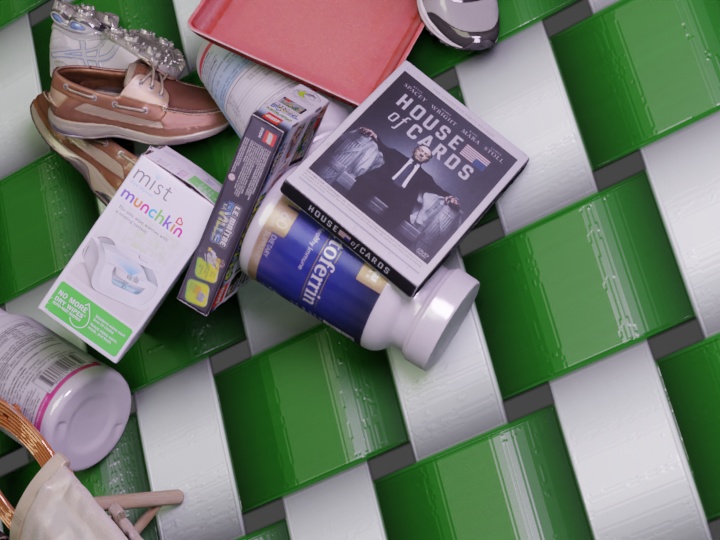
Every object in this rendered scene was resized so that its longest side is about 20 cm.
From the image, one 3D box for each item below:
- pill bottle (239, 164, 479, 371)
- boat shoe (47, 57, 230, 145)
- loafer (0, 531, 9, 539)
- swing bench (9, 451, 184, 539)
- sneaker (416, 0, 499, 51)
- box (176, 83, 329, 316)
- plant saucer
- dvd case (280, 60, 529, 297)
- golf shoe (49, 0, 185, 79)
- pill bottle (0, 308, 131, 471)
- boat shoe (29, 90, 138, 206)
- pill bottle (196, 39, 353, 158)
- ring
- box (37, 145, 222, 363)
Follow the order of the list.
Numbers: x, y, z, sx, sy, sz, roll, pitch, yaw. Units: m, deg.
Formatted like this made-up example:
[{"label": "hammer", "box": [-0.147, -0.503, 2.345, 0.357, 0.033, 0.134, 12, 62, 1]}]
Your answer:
[{"label": "pill bottle", "box": [0.000, 0.000, 1.521, 0.199, 0.116, 0.116, 31, 91, 10]}, {"label": "boat shoe", "box": [-0.223, -0.176, 1.725, 0.198, 0.072, 0.076, 0, 35, -2]}, {"label": "loafer", "box": [-0.406, 0.349, 1.711, 0.071, 0.073, 0.202, 3, 76, 34]}, {"label": "swing bench", "box": [-0.204, 0.290, 1.531, 0.130, 0.200, 0.199, -51, 56, 7]}, {"label": "sneaker", "box": [0.087, -0.298, 1.603, 0.073, 0.079, 0.202, -8, 67, -13]}, {"label": "box", "box": [-0.097, -0.064, 1.536, 0.035, 0.110, 0.201, 30, 117, 9]}, {"label": "plant saucer", "box": [-0.038, -0.252, 1.625, 0.199, 0.037, 0.200, 25, 58, 7]}, {"label": "dvd case", "box": [0.043, -0.086, 1.500, 0.150, 0.025, 0.200, 38, 54, 5]}, {"label": "golf shoe", "box": [-0.266, -0.221, 1.823, 0.199, 0.078, 0.098, 28, 107, 40]}, {"label": "pill bottle", "box": [-0.338, 0.114, 1.721, 0.199, 0.113, 0.114, 27, 90, 34]}, {"label": "boat shoe", "box": [-0.271, -0.129, 1.788, 0.074, 0.076, 0.200, -48, 65, 5]}, {"label": "pill bottle", "box": [-0.072, -0.158, 1.649, 0.109, 0.109, 0.201, -42, 59, 13]}, {"label": "ring", "box": [-0.333, 0.204, 1.673, 0.200, 0.202, 0.019, 25, 44, 35]}, {"label": "box", "box": [-0.212, -0.023, 1.630, 0.096, 0.200, 0.177, 35, 94, -4]}]
